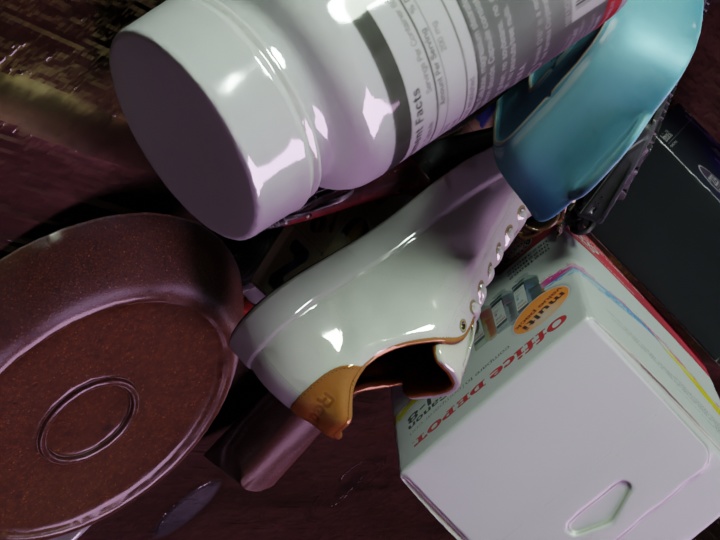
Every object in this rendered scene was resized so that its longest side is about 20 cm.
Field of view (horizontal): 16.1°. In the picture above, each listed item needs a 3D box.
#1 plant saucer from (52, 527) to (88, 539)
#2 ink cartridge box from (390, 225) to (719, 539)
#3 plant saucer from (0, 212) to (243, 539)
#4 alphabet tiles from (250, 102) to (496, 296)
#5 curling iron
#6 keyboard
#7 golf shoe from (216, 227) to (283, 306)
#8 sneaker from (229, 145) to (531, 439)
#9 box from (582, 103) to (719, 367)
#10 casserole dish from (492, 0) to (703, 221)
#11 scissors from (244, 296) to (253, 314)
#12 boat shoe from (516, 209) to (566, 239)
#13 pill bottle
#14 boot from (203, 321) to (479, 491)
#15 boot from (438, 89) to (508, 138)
[{"bbox_3d":[-0.176,0.116,1.303,0.200,0.050,0.200,-38,164,-13],"label":"plant saucer"},{"bbox_3d":[0.115,0.085,1.472,0.145,0.145,0.200,-41,-165,11],"label":"ink cartridge box"},{"bbox_3d":[-0.133,0.060,1.180,0.200,0.034,0.200,-27,144,-21],"label":"plant saucer"},{"bbox_3d":[0.021,-0.058,1.222,0.200,0.006,0.166,-58,147,-9],"label":"alphabet tiles"},{"bbox_3d":[0.024,-0.046,1.187,0.050,0.026,0.200,-20,176,41],"label":"curling iron"},{"bbox_3d":[0.161,-0.088,1.477,0.127,0.021,0.200,-55,-177,39],"label":"keyboard"},{"bbox_3d":[0.000,0.000,1.335,0.078,0.094,0.200,-51,163,28],"label":"golf shoe"},{"bbox_3d":[0.037,0.011,1.189,0.200,0.085,0.073,-36,167,-25],"label":"sneaker"},{"bbox_3d":[0.217,-0.026,1.623,0.079,0.141,0.200,-47,177,14],"label":"box"},{"bbox_3d":[0.104,-0.105,1.150,0.121,0.039,0.200,-49,-164,31],"label":"casserole dish"},{"bbox_3d":[-0.067,0.018,1.314,0.073,0.014,0.200,-31,172,-12],"label":"scissors"},{"bbox_3d":[0.087,-0.052,1.439,0.070,0.070,0.200,-29,164,-3],"label":"boat shoe"},{"bbox_3d":[0.005,-0.104,1.026,0.200,0.114,0.114,-35,163,-23],"label":"pill bottle"},{"bbox_3d":[-0.020,0.070,1.480,0.200,0.064,0.186,-43,-178,17],"label":"boot"},{"bbox_3d":[0.075,-0.146,1.149,0.200,0.074,0.075,-58,169,21],"label":"boot"}]
